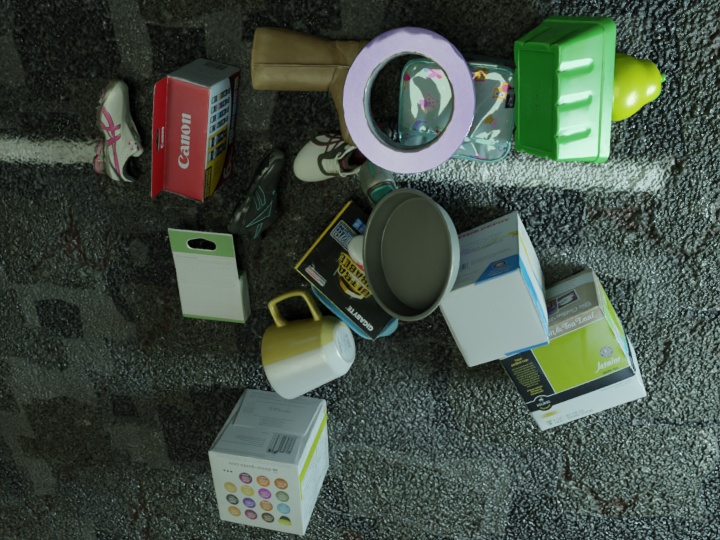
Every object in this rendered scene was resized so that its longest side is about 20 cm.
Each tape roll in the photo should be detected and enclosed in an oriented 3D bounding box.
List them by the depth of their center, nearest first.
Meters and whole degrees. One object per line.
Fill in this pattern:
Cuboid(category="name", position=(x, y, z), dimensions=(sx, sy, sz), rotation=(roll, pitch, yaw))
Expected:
Cuboid(category="tape roll", position=(0.073, -0.251, 0.977), dimensions=(0.193, 0.066, 0.207), rotation=(2, 106, 9))

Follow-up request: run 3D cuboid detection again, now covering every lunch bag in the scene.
Cuboid(category="lunch bag", position=(0.158, -0.256, 1.047), dimensions=(0.194, 0.078, 0.165), rotation=(9, 119, 10))

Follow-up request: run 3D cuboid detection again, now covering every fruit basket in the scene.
Cuboid(category="fruit basket", position=(0.336, -0.271, 0.978), dimensions=(0.210, 0.155, 0.222), rotation=(-13, 115, -29))

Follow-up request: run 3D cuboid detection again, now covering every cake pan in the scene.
Cuboid(category="cake pan", position=(0.080, -0.025, 1.035), dimensions=(0.197, 0.036, 0.207), rotation=(4, 96, 48))

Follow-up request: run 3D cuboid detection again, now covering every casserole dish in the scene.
Cuboid(category="casserole dish", position=(-0.005, 0.045, 1.274), dimensions=(0.199, 0.039, 0.121), rotation=(41, 119, -9))

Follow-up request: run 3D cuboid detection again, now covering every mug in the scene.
Cuboid(category="mug", position=(-0.102, 0.148, 1.280), dimensions=(0.150, 0.152, 0.188), rotation=(-18, 133, 24))

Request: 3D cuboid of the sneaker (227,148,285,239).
Cuboid(category="sneaker", position=(-0.176, -0.137, 1.215), dimensions=(0.078, 0.077, 0.201), rotation=(26, 129, -15))

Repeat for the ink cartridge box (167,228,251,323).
Cuboid(category="ink cartridge box", position=(-0.302, 0.005, 1.327), dimensions=(0.141, 0.048, 0.206), rotation=(5, 118, 12))

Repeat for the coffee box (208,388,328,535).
Cuboid(category="coffee box", position=(-0.188, 0.408, 1.422), dimensions=(0.193, 0.201, 0.203), rotation=(6, 120, 12))

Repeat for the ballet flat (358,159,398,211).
Cuboid(category="ballet flat", position=(0.041, -0.133, 1.120), dimensions=(0.066, 0.200, 0.065), rotation=(-22, 71, 4))

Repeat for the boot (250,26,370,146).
Cuboid(category="boot", position=(-0.083, -0.300, 1.079), dimensions=(0.193, 0.066, 0.181), rotation=(7, 88, 9))

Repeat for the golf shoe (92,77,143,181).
Cuboid(category="golf shoe", position=(-0.438, -0.257, 1.216), dimensions=(0.090, 0.074, 0.203), rotation=(19, 131, -3))

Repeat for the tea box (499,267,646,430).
Cuboid(category="tea box", position=(0.366, 0.142, 1.170), dimensions=(0.196, 0.135, 0.199), rotation=(-25, 110, 25))

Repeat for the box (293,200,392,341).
Cuboid(category="box", position=(0.000, 0.000, 1.200), dimensions=(0.199, 0.049, 0.160), rotation=(42, 86, -10))

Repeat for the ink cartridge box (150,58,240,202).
Cuboid(category="ink cartridge box", position=(-0.280, -0.233, 1.121), dimensions=(0.081, 0.177, 0.205), rotation=(15, 121, 6))

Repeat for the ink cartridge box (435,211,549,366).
Cuboid(category="ink cartridge box", position=(0.225, 0.027, 1.109), dimensions=(0.144, 0.202, 0.147), rotation=(-20, 114, 23))

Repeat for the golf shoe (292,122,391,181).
Cuboid(category="golf shoe", position=(-0.039, -0.196, 1.128), dimensions=(0.195, 0.089, 0.079), rotation=(-15, 115, 23))

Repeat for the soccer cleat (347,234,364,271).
Cuboid(category="soccer cleat", position=(0.068, -0.002, 1.140), dimensions=(0.197, 0.085, 0.070), rotation=(33, 80, -13))
